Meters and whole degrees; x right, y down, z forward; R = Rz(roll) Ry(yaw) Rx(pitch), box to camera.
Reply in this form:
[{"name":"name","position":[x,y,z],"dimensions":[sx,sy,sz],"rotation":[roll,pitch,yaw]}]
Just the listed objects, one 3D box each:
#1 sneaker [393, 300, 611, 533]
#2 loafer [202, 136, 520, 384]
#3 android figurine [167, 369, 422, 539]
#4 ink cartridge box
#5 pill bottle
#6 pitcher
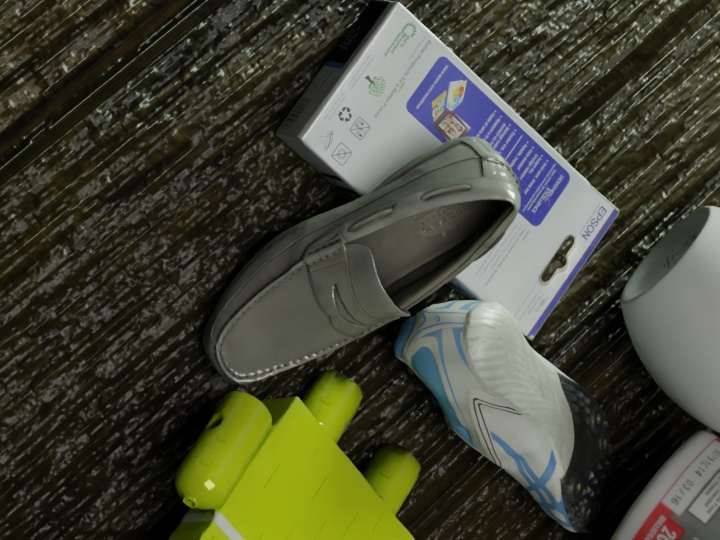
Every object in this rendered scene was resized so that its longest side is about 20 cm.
[{"name":"sneaker","position":[0.089,0.085,1.390],"dimensions":[0.200,0.072,0.072],"rotation":[52,51,-38]},{"name":"loafer","position":[0.000,0.000,1.291],"dimensions":[0.200,0.070,0.070],"rotation":[-37,118,7]},{"name":"android figurine","position":[-0.039,0.157,1.303],"dimensions":[0.182,0.041,0.200],"rotation":[53,51,-24]},{"name":"ink cartridge box","position":[0.052,-0.056,1.355],"dimensions":[0.200,0.039,0.100],"rotation":[41,79,-26]},{"name":"pill bottle","position":[0.251,0.198,1.402],"dimensions":[0.200,0.114,0.114],"rotation":[37,77,16]},{"name":"pitcher","position":[0.256,0.050,1.441],"dimensions":[0.200,0.172,0.121],"rotation":[42,104,-8]}]
